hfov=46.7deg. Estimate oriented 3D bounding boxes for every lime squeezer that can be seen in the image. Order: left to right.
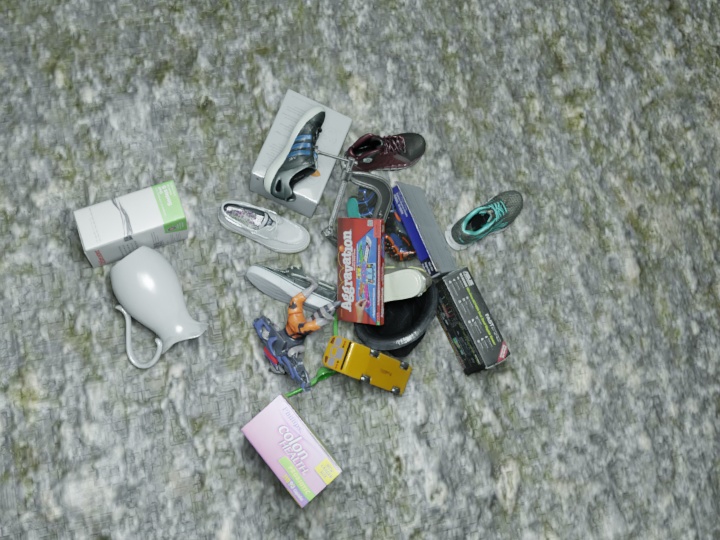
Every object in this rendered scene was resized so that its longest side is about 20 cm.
[{"bbox_3d":[-0.076,0.187,1.682,0.070,0.038,0.202,33,75,-2],"label":"lime squeezer"}]

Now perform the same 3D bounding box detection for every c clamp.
[{"bbox_3d":[-0.023,-0.128,1.655,0.167,0.027,0.204,10,113,-9],"label":"c clamp"}]

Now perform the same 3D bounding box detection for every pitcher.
[{"bbox_3d":[-0.414,0.073,1.613,0.170,0.121,0.202,-34,97,0],"label":"pitcher"}]

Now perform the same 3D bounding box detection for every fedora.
[{"bbox_3d":[0.082,0.101,1.680,0.196,0.092,0.203,-15,41,13],"label":"fedora"}]

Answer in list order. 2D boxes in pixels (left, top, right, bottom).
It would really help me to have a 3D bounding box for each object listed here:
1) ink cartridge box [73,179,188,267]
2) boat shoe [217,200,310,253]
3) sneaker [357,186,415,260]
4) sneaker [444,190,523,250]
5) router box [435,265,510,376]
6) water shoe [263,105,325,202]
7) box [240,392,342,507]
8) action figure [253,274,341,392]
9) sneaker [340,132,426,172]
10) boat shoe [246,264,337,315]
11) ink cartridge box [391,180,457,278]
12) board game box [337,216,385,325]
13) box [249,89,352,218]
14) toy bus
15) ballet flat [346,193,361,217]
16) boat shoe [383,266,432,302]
[{"bbox_3d":[-0.442,-0.088,1.618,0.196,0.146,0.086,-19,81,-14],"label":"ink cartridge box"},{"bbox_3d":[-0.195,-0.095,1.705,0.197,0.069,0.073,25,75,-4],"label":"boat shoe"},{"bbox_3d":[0.051,-0.113,1.721,0.074,0.079,0.202,-20,122,15],"label":"sneaker"},{"bbox_3d":[0.276,-0.112,1.783,0.198,0.091,0.078,-34,86,-15],"label":"sneaker"},{"bbox_3d":[0.215,0.106,1.694,0.061,0.150,0.203,-24,83,-14],"label":"router box"},{"bbox_3d":[-0.110,-0.224,1.632,0.078,0.072,0.202,30,83,15],"label":"water shoe"},{"bbox_3d":[-0.127,0.328,1.554,0.096,0.200,0.177,-39,87,-8],"label":"box"},{"bbox_3d":[-0.113,0.140,1.627,0.194,0.104,0.201,-51,57,24],"label":"action figure"},{"bbox_3d":[0.058,-0.257,1.762,0.196,0.116,0.077,-19,81,-13],"label":"sneaker"},{"bbox_3d":[-0.135,0.027,1.697,0.197,0.072,0.072,26,65,-15],"label":"boat shoe"},{"bbox_3d":[0.123,-0.080,1.700,0.040,0.199,0.203,-26,82,17],"label":"ink cartridge box"},{"bbox_3d":[0.000,0.000,1.628,0.101,0.019,0.205,5,98,33],"label":"board game box"},{"bbox_3d":[-0.125,-0.240,1.729,0.150,0.106,0.203,24,74,-5],"label":"box"},{"bbox_3d":[0.018,0.189,1.643,0.199,0.077,0.066,28,80,-49],"label":"toy bus"},{"bbox_3d":[0.014,-0.060,1.742,0.063,0.067,0.205,1,79,-41],"label":"ballet flat"},{"bbox_3d":[0.049,0.030,1.652,0.060,0.198,0.074,-9,93,-54],"label":"boat shoe"}]
